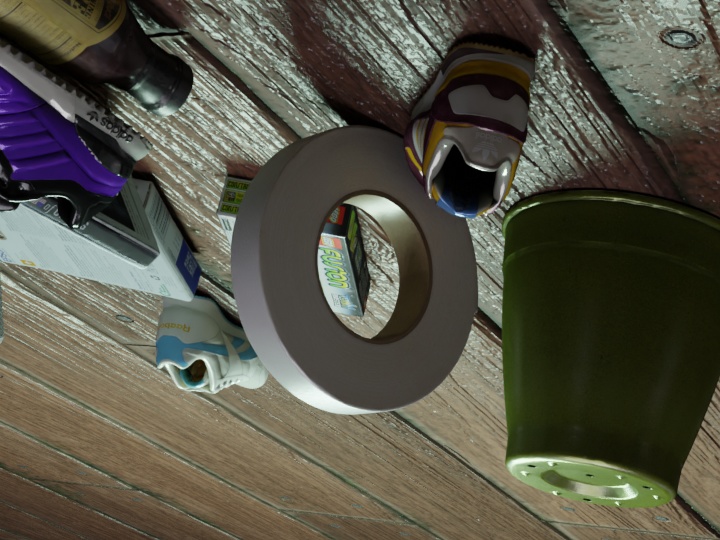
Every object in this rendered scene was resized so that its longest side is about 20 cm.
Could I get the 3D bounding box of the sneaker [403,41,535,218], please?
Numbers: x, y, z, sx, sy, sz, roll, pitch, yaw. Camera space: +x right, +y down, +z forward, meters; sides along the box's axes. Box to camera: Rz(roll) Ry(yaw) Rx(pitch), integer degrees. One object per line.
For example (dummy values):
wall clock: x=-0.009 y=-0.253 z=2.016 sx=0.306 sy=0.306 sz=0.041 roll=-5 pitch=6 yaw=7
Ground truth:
sneaker: x=0.063 y=-0.071 z=1.052 sx=0.074 sy=0.091 sz=0.200 roll=12 pitch=161 yaw=0

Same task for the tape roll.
tape roll: x=0.000 y=0.000 z=1.125 sx=0.202 sy=0.205 sz=0.037 roll=25 pitch=157 yaw=-33

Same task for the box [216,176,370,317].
box: x=-0.053 y=-0.016 z=1.366 sx=0.109 sy=0.035 sz=0.200 roll=10 pitch=161 yaw=8

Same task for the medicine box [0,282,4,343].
medicine box: x=-0.395 y=-0.023 z=1.259 sx=0.197 sy=0.185 sz=0.103 roll=-6 pitch=175 yaw=16

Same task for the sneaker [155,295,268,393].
sneaker: x=-0.158 y=0.092 z=1.670 sx=0.076 sy=0.082 sz=0.200 roll=1 pitch=159 yaw=25

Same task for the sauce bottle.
sauce bottle: x=-0.184 y=-0.160 z=1.005 sx=0.065 sy=0.067 sz=0.199 roll=-2 pitch=158 yaw=37

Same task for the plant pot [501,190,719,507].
plant pot: x=0.188 y=0.070 z=1.211 sx=0.198 sy=0.195 sz=0.201 roll=11 pitch=161 yaw=4

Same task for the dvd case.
dvd case: x=-0.235 y=-0.093 z=1.130 sx=0.025 sy=0.151 sz=0.199 roll=-42 pitch=136 yaw=16

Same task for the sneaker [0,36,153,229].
sneaker: x=-0.229 y=-0.089 z=1.000 sx=0.199 sy=0.100 sz=0.069 roll=33 pitch=-179 yaw=-34

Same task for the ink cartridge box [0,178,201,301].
ink cartridge box: x=-0.256 y=-0.041 z=1.421 sx=0.198 sy=0.044 sz=0.197 roll=13 pitch=161 yaw=11
